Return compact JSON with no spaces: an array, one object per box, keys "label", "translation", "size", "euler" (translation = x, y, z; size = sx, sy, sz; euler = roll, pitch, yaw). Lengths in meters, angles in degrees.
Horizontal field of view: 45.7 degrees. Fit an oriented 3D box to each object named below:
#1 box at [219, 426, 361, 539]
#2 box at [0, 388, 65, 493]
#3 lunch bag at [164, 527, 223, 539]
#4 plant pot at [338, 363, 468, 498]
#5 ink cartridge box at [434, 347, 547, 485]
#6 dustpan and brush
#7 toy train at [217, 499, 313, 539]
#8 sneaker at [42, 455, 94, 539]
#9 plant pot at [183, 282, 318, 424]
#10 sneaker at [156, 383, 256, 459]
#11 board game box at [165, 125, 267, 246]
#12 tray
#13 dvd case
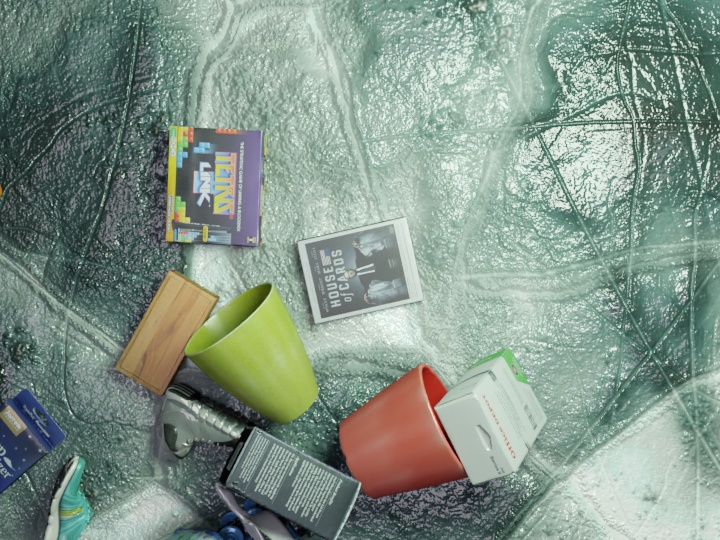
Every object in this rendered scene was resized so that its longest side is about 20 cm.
[{"label":"box","translation":[-0.117,0.345,1.390],"size":[0.199,0.148,0.105],"euler":[29,75,-8]},{"label":"box","translation":[-0.645,0.320,1.541],"size":[0.200,0.032,0.121],"euler":[-40,90,3]},{"label":"lunch bag","translation":[-0.272,0.527,1.459],"size":[0.082,0.199,0.162],"euler":[-29,93,-38]},{"label":"plant pot","translation":[0.072,0.283,1.438],"size":[0.176,0.200,0.202],"euler":[-27,91,14]},{"label":"ink cartridge box","translation":[0.218,0.236,1.406],"size":[0.084,0.200,0.147],"euler":[-27,91,31]},{"label":"dustpan and brush","translation":[-0.167,0.423,1.403],"size":[0.057,0.140,0.201],"euler":[-30,84,-26]},{"label":"toy train","translation":[-0.164,0.454,1.503],"size":[0.199,0.087,0.115],"euler":[-35,100,2]},{"label":"sneaker","translation":[-0.518,0.428,1.531],"size":[0.079,0.077,0.202],"euler":[10,98,-17]},{"label":"plant pot","translation":[-0.165,0.156,1.453],"size":[0.186,0.187,0.201],"euler":[-35,106,4]},{"label":"sneaker","translation":[-0.273,0.294,1.509],"size":[0.199,0.075,0.116],"euler":[29,100,10]},{"label":"board game box","translation":[-0.251,-0.146,1.488],"size":[0.164,0.057,0.202],"euler":[3,93,4]},{"label":"tray","translation":[-0.342,0.110,1.515],"size":[0.098,0.037,0.201],"euler":[30,95,1]},{"label":"dvd case","translation":[0.000,0.000,1.499],"size":[0.198,0.025,0.152],"euler":[-13,92,3]}]
